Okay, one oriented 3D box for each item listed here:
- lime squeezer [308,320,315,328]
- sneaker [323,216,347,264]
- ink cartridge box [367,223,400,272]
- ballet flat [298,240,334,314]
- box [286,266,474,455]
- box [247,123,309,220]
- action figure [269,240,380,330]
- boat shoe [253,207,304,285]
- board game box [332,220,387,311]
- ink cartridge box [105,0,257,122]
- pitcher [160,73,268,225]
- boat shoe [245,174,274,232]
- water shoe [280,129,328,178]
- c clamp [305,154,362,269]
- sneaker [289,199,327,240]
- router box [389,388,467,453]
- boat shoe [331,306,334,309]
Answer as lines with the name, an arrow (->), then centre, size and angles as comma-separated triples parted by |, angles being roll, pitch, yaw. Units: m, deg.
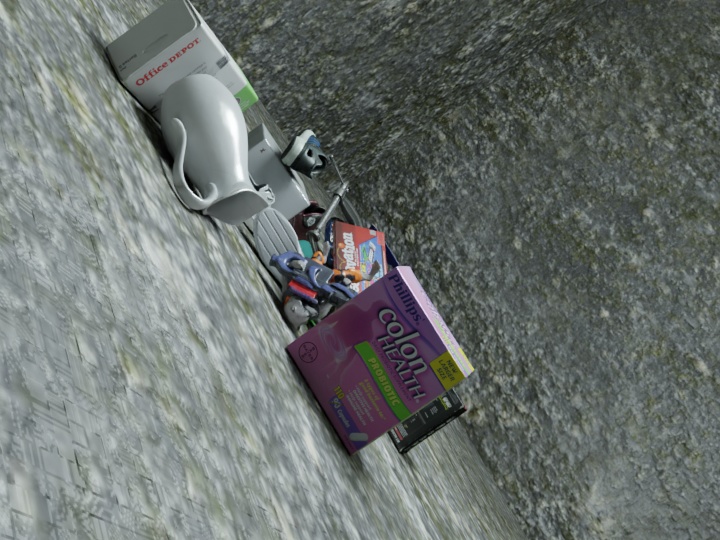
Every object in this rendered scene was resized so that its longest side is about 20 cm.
lime squeezer -> -0.060, 0.120, 1.345 | 0.071, 0.037, 0.200 | 56, 5, -9
sneaker -> -0.058, -0.004, 1.644 | 0.074, 0.077, 0.205 | 6, 85, -46
ink cartridge box -> 0.006, 0.047, 1.662 | 0.040, 0.201, 0.201 | -2, 52, -47
ballet flat -> -0.088, 0.025, 1.591 | 0.065, 0.066, 0.202 | 96, -23, -44
box -> 0.029, 0.124, 1.172 | 0.178, 0.198, 0.097 | 57, 12, 8
box -> -0.187, -0.181, 1.619 | 0.154, 0.105, 0.200 | 56, 4, -19
action figure -> -0.046, 0.038, 1.334 | 0.198, 0.106, 0.193 | 32, 40, 19
boat shoe -> -0.130, -0.016, 1.421 | 0.203, 0.071, 0.071 | 66, -9, -21
board game box -> 0.000, 0.000, 1.503 | 0.101, 0.020, 0.203 | 12, 48, -18
ink cartridge box -> -0.268, -0.299, 1.273 | 0.085, 0.144, 0.200 | 57, 3, 29
pitcher -> -0.224, -0.174, 1.180 | 0.171, 0.120, 0.204 | 3, 64, -66
boat shoe -> -0.189, -0.129, 1.467 | 0.202, 0.068, 0.072 | 56, 4, -18
water shoe -> -0.101, -0.212, 1.585 | 0.079, 0.072, 0.200 | 39, 16, -5
c clamp -> -0.053, -0.088, 1.584 | 0.172, 0.027, 0.202 | 56, 41, -34
sneaker -> -0.106, -0.079, 1.760 | 0.076, 0.114, 0.200 | 58, 4, 29
router box -> 0.092, 0.222, 1.593 | 0.202, 0.148, 0.062 | 59, 5, 22
boat shoe -> 0.015, 0.059, 1.522 | 0.061, 0.197, 0.073 | 117, -32, -44
